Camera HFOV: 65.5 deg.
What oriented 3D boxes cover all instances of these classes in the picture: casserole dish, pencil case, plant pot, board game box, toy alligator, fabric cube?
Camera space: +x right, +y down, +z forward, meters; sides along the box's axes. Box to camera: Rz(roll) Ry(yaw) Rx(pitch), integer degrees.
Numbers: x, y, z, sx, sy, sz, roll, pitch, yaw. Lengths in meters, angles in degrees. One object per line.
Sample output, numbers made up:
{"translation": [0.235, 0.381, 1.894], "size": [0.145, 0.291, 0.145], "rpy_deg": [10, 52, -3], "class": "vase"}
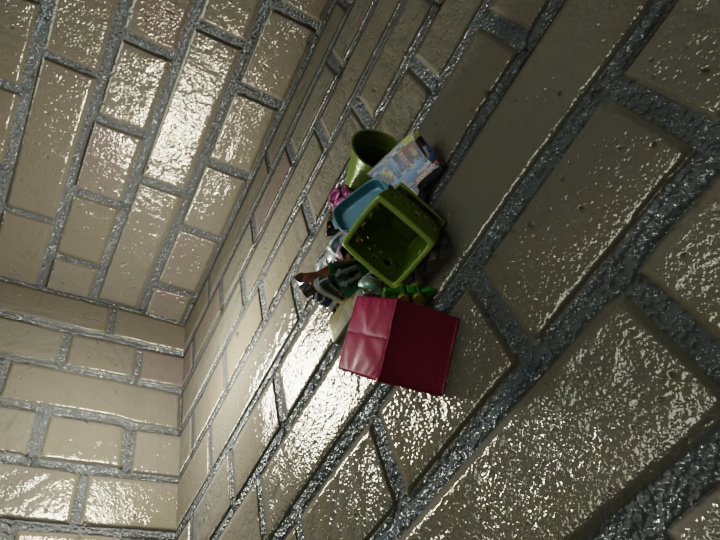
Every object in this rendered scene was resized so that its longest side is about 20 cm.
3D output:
{"translation": [0.006, -0.186, 1.655], "size": [0.199, 0.039, 0.122], "rpy_deg": [-36, 49, 9], "class": "casserole dish"}
{"translation": [-0.031, -0.192, 1.824], "size": [0.201, 0.090, 0.094], "rpy_deg": [58, 150, 27], "class": "pencil case"}
{"translation": [0.030, -0.333, 1.871], "size": [0.190, 0.198, 0.202], "rpy_deg": [121, 153, -48], "class": "plant pot"}
{"translation": [0.150, -0.274, 1.656], "size": [0.200, 0.062, 0.201], "rpy_deg": [-40, 67, 19], "class": "board game box"}
{"translation": [0.102, -0.108, 1.523], "size": [0.200, 0.199, 0.182], "rpy_deg": [-50, -1, 38], "class": "plant pot"}
{"translation": [0.100, 0.070, 1.473], "size": [0.060, 0.198, 0.055], "rpy_deg": [-102, 13, -56], "class": "toy alligator"}
{"translation": [0.092, 0.184, 1.385], "size": [0.199, 0.195, 0.202], "rpy_deg": [0, 72, 60], "class": "fabric cube"}

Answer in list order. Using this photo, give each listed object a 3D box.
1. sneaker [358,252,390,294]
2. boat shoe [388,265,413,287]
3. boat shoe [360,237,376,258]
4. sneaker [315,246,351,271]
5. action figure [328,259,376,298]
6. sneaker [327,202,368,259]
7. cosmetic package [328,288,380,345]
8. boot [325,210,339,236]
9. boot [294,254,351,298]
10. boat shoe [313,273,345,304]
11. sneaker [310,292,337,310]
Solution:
{"translation": [0.057, -0.008, 1.624], "size": [0.200, 0.077, 0.141], "rpy_deg": [-22, -46, -81], "class": "sneaker"}
{"translation": [0.093, 0.087, 1.589], "size": [0.071, 0.064, 0.202], "rpy_deg": [-10, 65, 60], "class": "boat shoe"}
{"translation": [0.038, -0.101, 1.662], "size": [0.072, 0.066, 0.201], "rpy_deg": [-58, 4, 39], "class": "boat shoe"}
{"translation": [-0.097, -0.033, 2.019], "size": [0.201, 0.075, 0.115], "rpy_deg": [-55, 28, 24], "class": "sneaker"}
{"translation": [0.000, 0.000, 1.713], "size": [0.055, 0.199, 0.119], "rpy_deg": [-29, 87, 41], "class": "action figure"}
{"translation": [-0.010, -0.115, 1.698], "size": [0.200, 0.070, 0.082], "rpy_deg": [-49, 49, 5], "class": "sneaker"}
{"translation": [-0.020, 0.135, 1.768], "size": [0.201, 0.071, 0.106], "rpy_deg": [-59, 30, 24], "class": "cosmetic package"}
{"translation": [-0.042, -0.118, 1.871], "size": [0.073, 0.149, 0.202], "rpy_deg": [95, -178, -63], "class": "boot"}
{"translation": [-0.124, -0.003, 1.886], "size": [0.199, 0.069, 0.188], "rpy_deg": [-37, 11, -4], "class": "boot"}
{"translation": [-0.065, 0.060, 1.793], "size": [0.063, 0.199, 0.071], "rpy_deg": [-27, 63, 25], "class": "boat shoe"}
{"translation": [-0.101, 0.042, 1.931], "size": [0.201, 0.108, 0.070], "rpy_deg": [-58, 13, 27], "class": "sneaker"}
